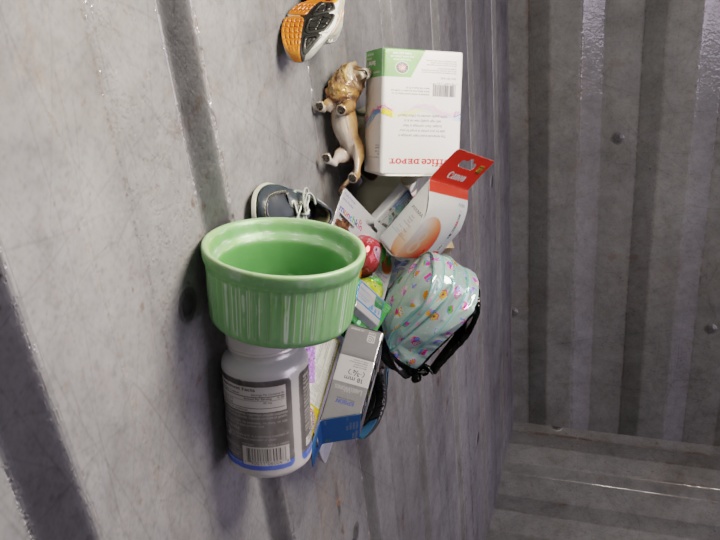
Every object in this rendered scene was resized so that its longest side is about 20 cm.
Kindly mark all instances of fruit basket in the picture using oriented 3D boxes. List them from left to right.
[{"bbox_3d":[0.000,0.000,1.442,0.185,0.093,0.202,44,61,-45],"label":"fruit basket"}]

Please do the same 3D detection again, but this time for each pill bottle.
[{"bbox_3d":[-0.121,0.152,1.148,0.114,0.113,0.202,-47,140,-63],"label":"pill bottle"}]

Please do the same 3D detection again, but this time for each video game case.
[{"bbox_3d":[0.046,-0.023,1.563,0.200,0.022,0.183,-47,136,-10],"label":"video game case"}]

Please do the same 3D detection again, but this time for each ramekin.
[{"bbox_3d":[-0.095,0.014,1.085,0.200,0.198,0.099,-48,146,-63],"label":"ramekin"}]

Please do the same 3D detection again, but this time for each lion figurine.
[{"bbox_3d":[-0.023,-0.233,1.452,0.123,0.072,0.202,-52,145,-62],"label":"lion figurine"}]

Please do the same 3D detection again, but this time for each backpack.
[{"bbox_3d":[0.110,0.067,1.502,0.126,0.200,0.168,24,36,-31],"label":"backpack"}]

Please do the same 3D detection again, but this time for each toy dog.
[{"bbox_3d":[0.045,-0.179,1.579,0.194,0.138,0.202,-31,124,-53],"label":"toy dog"}]

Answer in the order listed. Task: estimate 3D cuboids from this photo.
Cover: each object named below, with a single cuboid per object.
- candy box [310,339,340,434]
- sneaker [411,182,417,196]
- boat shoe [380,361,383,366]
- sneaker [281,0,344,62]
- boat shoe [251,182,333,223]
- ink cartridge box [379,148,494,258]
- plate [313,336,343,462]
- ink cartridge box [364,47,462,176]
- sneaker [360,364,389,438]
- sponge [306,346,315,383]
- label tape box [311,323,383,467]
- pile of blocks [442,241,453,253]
[{"bbox_3d":[-0.093,0.166,1.332,0.102,0.026,0.201,46,46,-35],"label":"candy box"},{"bbox_3d":[0.093,-0.141,1.814,0.121,0.083,0.202,9,93,-67],"label":"sneaker"},{"bbox_3d":[-0.001,0.127,1.606,0.060,0.071,0.200,-63,149,-17],"label":"boat shoe"},{"bbox_3d":[-0.058,-0.357,1.313,0.092,0.075,0.201,80,23,-48],"label":"sneaker"},{"bbox_3d":[-0.095,-0.081,1.268,0.200,0.061,0.076,13,83,-72],"label":"boat shoe"},{"bbox_3d":[0.141,-0.103,1.480,0.200,0.050,0.162,-47,158,20],"label":"ink cartridge box"},{"bbox_3d":[-0.064,0.183,1.478,0.201,0.032,0.201,75,26,-47],"label":"plate"},{"bbox_3d":[0.085,-0.259,1.471,0.084,0.143,0.202,-159,-112,-67],"label":"ink cartridge box"},{"bbox_3d":[0.025,0.230,1.707,0.082,0.072,0.202,67,33,-58],"label":"sneaker"},{"bbox_3d":[-0.103,0.065,1.271,0.111,0.030,0.202,6,83,-59],"label":"sponge"},{"bbox_3d":[-0.020,0.206,1.401,0.145,0.063,0.202,92,13,-66],"label":"label tape box"},{"bbox_3d":[0.085,-0.087,1.714,0.082,0.200,0.062,-52,-176,-41],"label":"pile of blocks"}]
